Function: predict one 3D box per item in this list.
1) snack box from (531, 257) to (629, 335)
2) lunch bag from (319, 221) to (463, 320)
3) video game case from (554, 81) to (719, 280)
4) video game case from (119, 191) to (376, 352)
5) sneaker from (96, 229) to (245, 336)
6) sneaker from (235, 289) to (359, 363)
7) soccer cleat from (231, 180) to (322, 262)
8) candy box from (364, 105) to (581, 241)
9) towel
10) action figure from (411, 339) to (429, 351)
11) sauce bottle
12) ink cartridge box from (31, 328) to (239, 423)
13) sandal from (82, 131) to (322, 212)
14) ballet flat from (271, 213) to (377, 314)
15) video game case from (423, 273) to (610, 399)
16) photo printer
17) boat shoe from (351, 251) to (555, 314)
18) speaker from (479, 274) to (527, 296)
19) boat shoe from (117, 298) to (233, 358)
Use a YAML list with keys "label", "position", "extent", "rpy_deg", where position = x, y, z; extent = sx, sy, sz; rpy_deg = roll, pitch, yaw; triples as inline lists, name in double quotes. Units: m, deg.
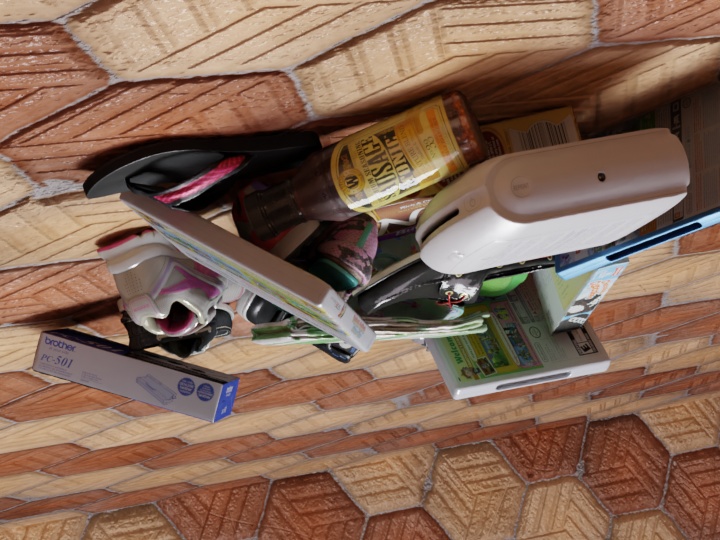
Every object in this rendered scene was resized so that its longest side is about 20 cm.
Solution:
- label: "snack box"
  position: [0.212, -0.023, 1.773]
  extent: [0.037, 0.117, 0.200]
  rpy_deg: [-12, 162, -12]
- label: "lunch bag"
  position: [0.000, 0.000, 1.720]
  extent: [0.159, 0.078, 0.200]
  rpy_deg: [-11, 156, 25]
- label: "video game case"
  position: [0.260, -0.083, 1.572]
  extent: [0.199, 0.144, 0.018]
  rpy_deg: [-22, 137, 34]
- label: "video game case"
  position: [-0.091, -0.002, 1.487]
  extent: [0.199, 0.023, 0.182]
  rpy_deg: [28, 173, 18]
- label: "sneaker"
  position: [-0.172, 0.021, 1.664]
  extent: [0.081, 0.089, 0.199]
  rpy_deg: [-20, 166, 27]
- label: "sneaker"
  position: [-0.047, 0.045, 1.825]
  extent: [0.073, 0.111, 0.200]
  rpy_deg: [-58, 165, 8]
- label: "soccer cleat"
  position: [-0.083, -0.046, 1.557]
  extent: [0.068, 0.073, 0.200]
  rpy_deg: [-42, -173, -5]
- label: "candy box"
  position: [0.092, -0.084, 1.564]
  extent: [0.198, 0.057, 0.117]
  rpy_deg: [-15, 167, -4]
- label: "towel"
  position: [0.006, 0.054, 1.667]
  extent: [0.198, 0.024, 0.152]
  rpy_deg: [-2, 176, -18]
- label: "action figure"
  position: [0.064, 0.050, 2.026]
  extent: [0.198, 0.106, 0.194]
  rpy_deg: [-15, 159, 5]
- label: "sauce bottle"
  position: [0.003, -0.078, 1.421]
  extent: [0.198, 0.067, 0.066]
  rpy_deg: [-25, 166, 10]
- label: "ink cartridge box"
  position: [-0.232, 0.107, 1.837]
  extent: [0.198, 0.045, 0.094]
  rpy_deg: [15, -178, 6]
- label: "sandal"
  position: [-0.120, -0.074, 1.399]
  extent: [0.198, 0.046, 0.075]
  rpy_deg: [-9, 167, -22]
- label: "ballet flat"
  position: [-0.026, -0.009, 1.567]
  extent: [0.071, 0.069, 0.200]
  rpy_deg: [-56, -171, -20]
- label: "video game case"
  position: [0.144, 0.042, 1.872]
  extent: [0.180, 0.201, 0.022]
  rpy_deg: [-9, 140, -21]
- label: "photo printer"
  position: [0.149, -0.054, 1.460]
  extent: [0.198, 0.070, 0.166]
  rpy_deg: [-11, 169, -22]
- label: "boat shoe"
  position: [0.088, 0.001, 1.599]
  extent: [0.200, 0.064, 0.074]
  rpy_deg: [-20, 177, -17]
- label: "speaker"
  position: [0.136, -0.030, 1.778]
  extent: [0.087, 0.089, 0.200]
  rpy_deg: [-13, 167, -3]
- label: "boat shoe"
  position: [-0.195, 0.065, 1.892]
  extent: [0.075, 0.061, 0.199]
  rpy_deg: [-17, 167, 26]
